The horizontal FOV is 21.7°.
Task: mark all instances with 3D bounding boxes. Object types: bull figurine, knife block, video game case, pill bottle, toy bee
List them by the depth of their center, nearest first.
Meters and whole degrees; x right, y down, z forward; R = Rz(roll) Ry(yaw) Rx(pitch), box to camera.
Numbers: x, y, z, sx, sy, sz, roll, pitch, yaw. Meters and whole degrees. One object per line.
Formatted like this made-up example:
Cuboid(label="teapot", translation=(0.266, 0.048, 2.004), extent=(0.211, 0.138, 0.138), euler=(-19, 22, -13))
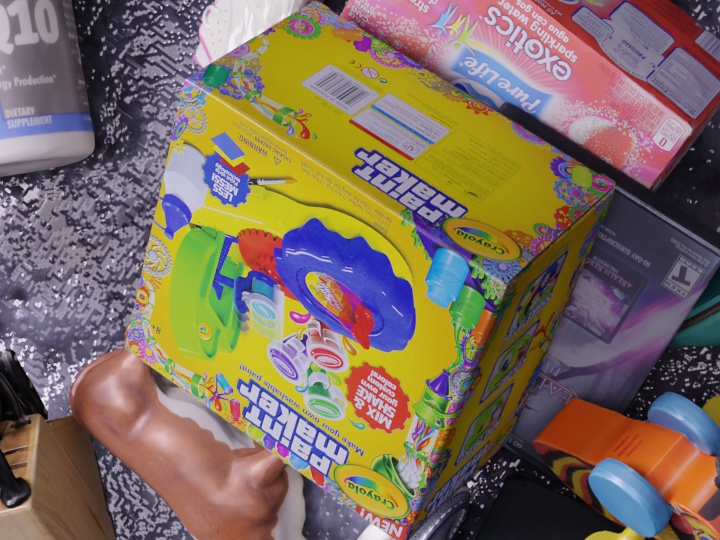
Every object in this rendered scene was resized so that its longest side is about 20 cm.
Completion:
Cuboid(label="toy bee", translation=(0.169, 0.128, 0.977), extent=(0.131, 0.200, 0.109), euler=(-38, 106, 3))
Cuboid(label="video game case", translation=(0.101, 0.019, 1.050), extent=(0.142, 0.019, 0.201), euler=(33, 130, 8))
Cuboid(label="knife block", translation=(-0.205, 0.144, 1.086), extent=(0.063, 0.176, 0.202), euler=(-13, 90, 12))
Cuboid(label="pill bottle", translation=(-0.228, -0.158, 1.109), extent=(0.113, 0.114, 0.202), euler=(-10, 91, 11))
Cuboid(label="bull figurine", translation=(-0.082, 0.109, 1.118), extent=(0.200, 0.065, 0.122), euler=(40, 96, 5))

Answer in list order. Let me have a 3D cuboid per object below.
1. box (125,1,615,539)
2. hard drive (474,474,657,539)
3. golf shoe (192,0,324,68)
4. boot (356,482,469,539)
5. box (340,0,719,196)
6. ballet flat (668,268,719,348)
Cuboid(label="box", translation=(0.000, 0.000, 1.007), extent=(0.199, 0.122, 0.193), euler=(33, 131, 18))
Cuboid(label="hard drive", translation=(0.108, 0.201, 0.984), extent=(0.139, 0.200, 0.033), euler=(23, 129, 11))
Cuboid(label="golf shoe", translation=(-0.058, -0.158, 1.099), extent=(0.091, 0.075, 0.202), euler=(-1, 91, 14))
Cuboid(label="boot", translation=(0.022, 0.214, 1.092), extent=(0.090, 0.073, 0.201), euler=(42, 109, 24))
Cuboid(label="box", translation=(0.100, -0.125, 1.040), extent=(0.200, 0.100, 0.096), euler=(39, 129, 6))
Cuboid(label="ballet flat", translation=(0.259, -0.007, 1.050), extent=(0.200, 0.067, 0.070), euler=(-43, 99, 12))
